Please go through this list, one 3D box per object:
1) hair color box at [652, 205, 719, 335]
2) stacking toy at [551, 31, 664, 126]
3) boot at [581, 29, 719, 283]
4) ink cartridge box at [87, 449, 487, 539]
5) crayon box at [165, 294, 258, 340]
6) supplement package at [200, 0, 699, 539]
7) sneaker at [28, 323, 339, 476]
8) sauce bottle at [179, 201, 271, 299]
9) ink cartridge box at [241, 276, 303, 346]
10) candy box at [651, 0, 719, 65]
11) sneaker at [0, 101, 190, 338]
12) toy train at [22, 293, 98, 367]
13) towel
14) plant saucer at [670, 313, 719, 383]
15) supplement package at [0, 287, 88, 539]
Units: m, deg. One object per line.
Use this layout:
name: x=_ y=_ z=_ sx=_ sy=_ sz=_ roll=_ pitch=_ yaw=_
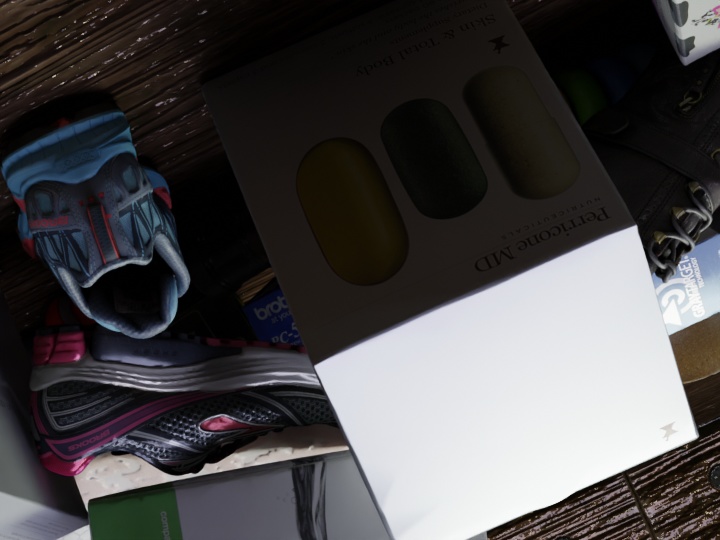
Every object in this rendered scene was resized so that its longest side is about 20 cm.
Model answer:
hair color box: x=0.179 y=-0.032 z=1.202 sx=0.199 sy=0.100 sz=0.061 roll=-25 pitch=134 yaw=1
stacking toy: x=0.117 y=-0.084 z=1.251 sx=0.199 sy=0.086 sz=0.085 roll=-11 pitch=163 yaw=-18
boot: x=0.196 y=-0.062 z=1.144 sx=0.174 sy=0.200 sz=0.069 roll=-52 pitch=136 yaw=-18
ink cartridge box: x=-0.039 y=0.143 z=1.175 sx=0.199 sy=0.085 sz=0.146 roll=-9 pitch=175 yaw=-6
crayon box: x=-0.117 y=0.069 z=1.398 sx=0.126 sy=0.052 sz=0.200 roll=-33 pitch=174 yaw=-2
supplement package: x=0.039 y=-0.006 z=1.033 sx=0.151 sy=0.200 sz=0.151 roll=-23 pitch=134 yaw=0
sneaker: x=-0.076 y=0.071 z=1.145 sx=0.199 sy=0.075 sz=0.081 roll=6 pitch=177 yaw=-24
sauce bottle: x=-0.008 y=-0.045 z=1.189 sx=0.200 sy=0.066 sz=0.066 roll=-32 pitch=164 yaw=25
ink cartridge box: x=0.000 y=0.000 z=1.293 sx=0.094 sy=0.044 sz=0.200 roll=-27 pitch=-175 yaw=12
candy box: x=0.231 y=-0.182 z=1.075 sx=0.199 sy=0.061 sz=0.136 roll=-25 pitch=167 yaw=5
sneaker: x=-0.124 y=-0.005 z=1.081 sx=0.079 sy=0.096 sz=0.200 roll=-23 pitch=166 yaw=-1
toy train: x=-0.157 y=0.027 z=1.282 sx=0.046 sy=0.034 sz=0.200 roll=-12 pitch=163 yaw=-32
towel: x=-0.072 y=0.113 z=1.284 sx=0.199 sy=0.032 sz=0.191 roll=5 pitch=146 yaw=-20
plant saucer: x=0.170 y=0.000 z=1.468 sx=0.200 sy=0.200 sz=0.036 roll=-17 pitch=132 yaw=-25
supplement package: x=-0.269 y=0.092 z=1.098 sx=0.199 sy=0.148 sz=0.191 roll=-24 pitch=167 yaw=2
